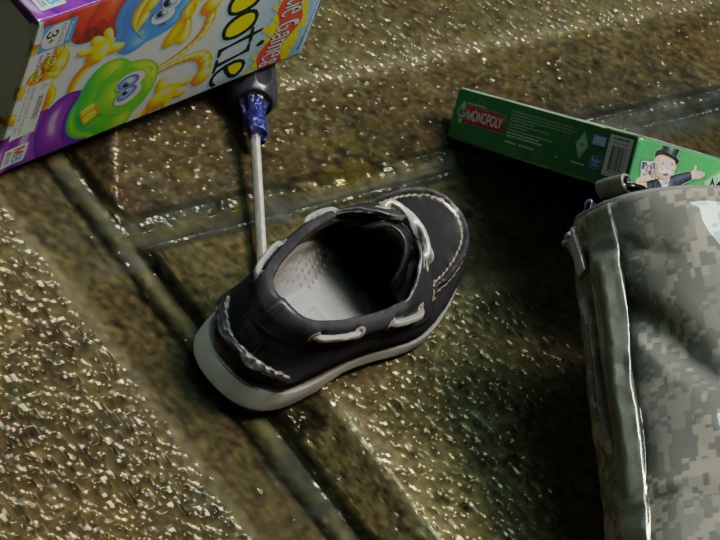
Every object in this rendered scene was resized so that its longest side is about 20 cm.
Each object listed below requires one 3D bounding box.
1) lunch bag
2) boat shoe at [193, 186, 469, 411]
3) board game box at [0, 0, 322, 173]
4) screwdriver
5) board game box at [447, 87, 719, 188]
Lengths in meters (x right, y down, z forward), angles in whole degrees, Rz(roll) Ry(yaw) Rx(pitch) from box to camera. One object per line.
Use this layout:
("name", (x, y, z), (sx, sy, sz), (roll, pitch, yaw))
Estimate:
("lunch bag", (0.176, 0.062, 1.212), (0.167, 0.139, 0.202), (12, 64, -33))
("boat shoe", (0.000, 0.000, 1.248), (0.074, 0.060, 0.200), (49, 37, 12))
("board game box", (-0.115, -0.141, 1.269), (0.199, 0.103, 0.105), (-26, 64, -40))
("screwdriver", (-0.046, -0.052, 1.310), (0.029, 0.028, 0.201), (-8, 48, -4))
("board game box", (0.144, -0.051, 1.352), (0.134, 0.029, 0.200), (13, 5, -25))
